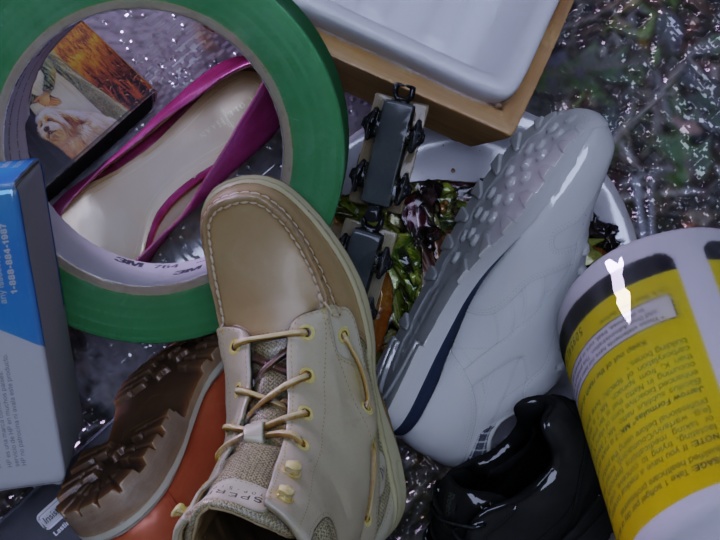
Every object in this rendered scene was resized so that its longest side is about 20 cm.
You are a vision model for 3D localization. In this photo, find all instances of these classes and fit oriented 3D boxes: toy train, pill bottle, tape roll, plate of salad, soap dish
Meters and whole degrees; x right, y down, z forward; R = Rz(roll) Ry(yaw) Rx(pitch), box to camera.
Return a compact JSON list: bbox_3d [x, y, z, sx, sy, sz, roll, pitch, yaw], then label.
[{"bbox_3d":[0.000,0.000,0.806,0.034,0.046,0.200,16,98,7],"label":"toy train"},{"bbox_3d":[0.165,0.088,0.699,0.114,0.114,0.200,-7,49,-4],"label":"pill bottle"},{"bbox_3d":[-0.106,-0.065,0.776,0.200,0.048,0.201,1,105,3],"label":"tape roll"},{"bbox_3d":[0.058,-0.001,0.849,0.200,0.048,0.200,0,79,-2],"label":"plate of salad"},{"bbox_3d":[0.017,-0.167,0.847,0.200,0.081,0.157,24,65,3],"label":"soap dish"}]

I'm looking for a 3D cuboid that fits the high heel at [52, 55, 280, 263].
[{"bbox_3d":[-0.119,-0.041,0.824,0.200,0.096,0.067,-35,83,-8],"label":"high heel"}]

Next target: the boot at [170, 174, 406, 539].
[{"bbox_3d":[-0.043,0.065,0.701,0.073,0.155,0.200,-11,104,19],"label":"boot"}]

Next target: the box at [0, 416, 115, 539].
[{"bbox_3d":[-0.131,0.212,0.802,0.200,0.050,0.199,-41,85,-9],"label":"box"}]

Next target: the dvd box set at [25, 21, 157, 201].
[{"bbox_3d":[-0.234,-0.118,0.857,0.200,0.029,0.146,44,71,6],"label":"dvd box set"}]

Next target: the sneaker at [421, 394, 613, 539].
[{"bbox_3d":[0.059,0.146,0.784,0.091,0.076,0.200,33,89,-40],"label":"sneaker"}]

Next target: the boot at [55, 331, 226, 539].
[{"bbox_3d":[-0.075,0.096,0.786,0.075,0.200,0.107,-26,111,30],"label":"boot"}]

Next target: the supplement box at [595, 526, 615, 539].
[{"bbox_3d":[0.222,0.133,0.759,0.074,0.200,0.126,35,77,-41],"label":"supplement box"}]

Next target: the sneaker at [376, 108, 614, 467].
[{"bbox_3d":[0.081,0.011,0.792,0.080,0.076,0.200,27,106,-12],"label":"sneaker"}]

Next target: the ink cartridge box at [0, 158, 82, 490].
[{"bbox_3d":[-0.245,0.033,0.731,0.200,0.084,0.145,-7,105,-2],"label":"ink cartridge box"}]
